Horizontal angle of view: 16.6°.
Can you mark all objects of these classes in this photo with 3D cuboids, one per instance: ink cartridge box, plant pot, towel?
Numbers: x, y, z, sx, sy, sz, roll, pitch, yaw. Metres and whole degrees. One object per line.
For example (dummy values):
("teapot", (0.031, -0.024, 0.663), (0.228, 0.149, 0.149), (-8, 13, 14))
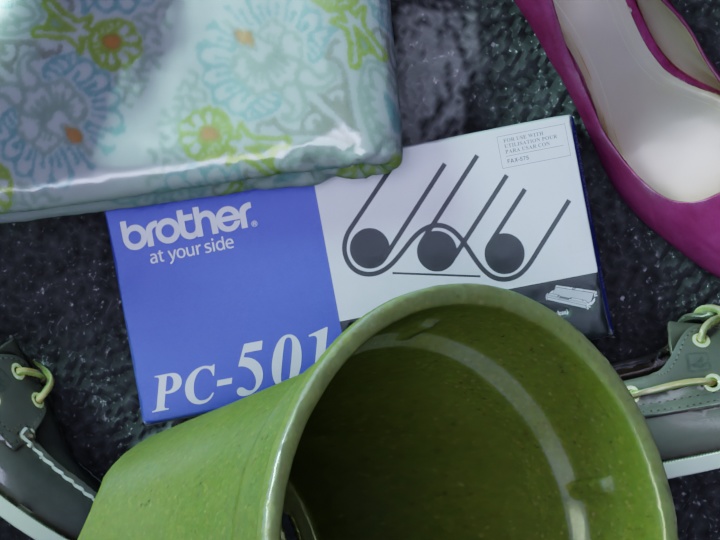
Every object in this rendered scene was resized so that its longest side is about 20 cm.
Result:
("ink cartridge box", (0.000, 0.000, 1.032), (0.198, 0.044, 0.095), (-11, 90, 5))
("plant pot", (-0.011, 0.118, 0.953), (0.199, 0.184, 0.202), (9, 76, -38))
("towel", (-0.087, -0.112, 1.017), (0.198, 0.048, 0.173), (-7, 79, 8))

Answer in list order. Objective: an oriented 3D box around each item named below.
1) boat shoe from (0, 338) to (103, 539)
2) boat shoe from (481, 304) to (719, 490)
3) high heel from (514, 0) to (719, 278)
("boat shoe", (-0.166, 0.051, 1.033), (0.201, 0.072, 0.061), (37, 87, -4))
("boat shoe", (0.133, 0.050, 1.011), (0.200, 0.072, 0.061), (-18, 96, 9))
("high heel", (0.119, -0.075, 0.994), (0.067, 0.096, 0.201), (-29, 90, 5))
